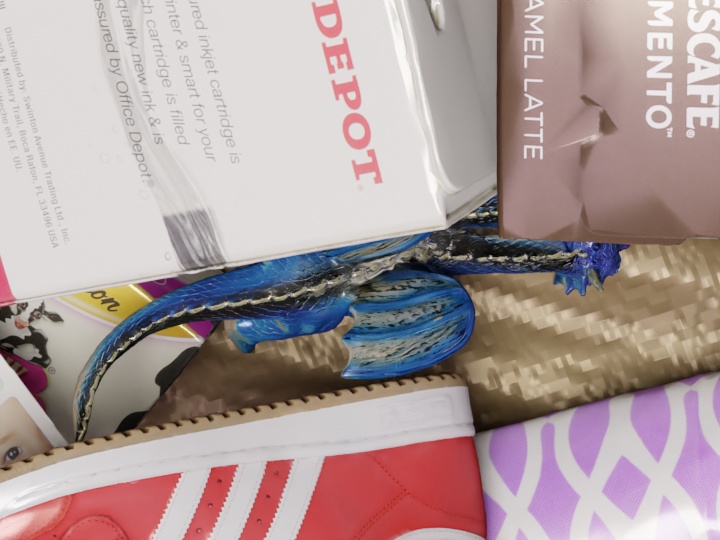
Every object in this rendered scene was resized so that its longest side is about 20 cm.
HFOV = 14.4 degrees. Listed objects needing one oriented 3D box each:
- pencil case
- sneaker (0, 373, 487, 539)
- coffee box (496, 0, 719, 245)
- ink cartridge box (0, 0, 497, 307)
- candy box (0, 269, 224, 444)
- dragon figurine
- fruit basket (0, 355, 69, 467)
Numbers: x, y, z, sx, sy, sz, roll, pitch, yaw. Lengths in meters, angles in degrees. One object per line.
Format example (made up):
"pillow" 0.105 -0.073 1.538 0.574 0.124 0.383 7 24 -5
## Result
"pencil case" 0.083 0.089 0.975 0.199 0.084 0.086 -14 144 18
"sneaker" -0.043 0.103 0.891 0.199 0.071 0.113 -10 83 -25
"coffee box" 0.092 -0.090 0.845 0.079 0.200 0.115 2 110 11
"ink cartridge box" -0.059 -0.076 0.865 0.199 0.083 0.146 -10 100 28
"candy box" -0.156 0.043 1.016 0.136 0.061 0.200 38 111 -3
"dragon figurine" 0.000 0.000 0.929 0.099 0.199 0.059 7 113 49
"fruit basket" -0.205 0.056 0.950 0.185 0.094 0.200 -39 94 21
